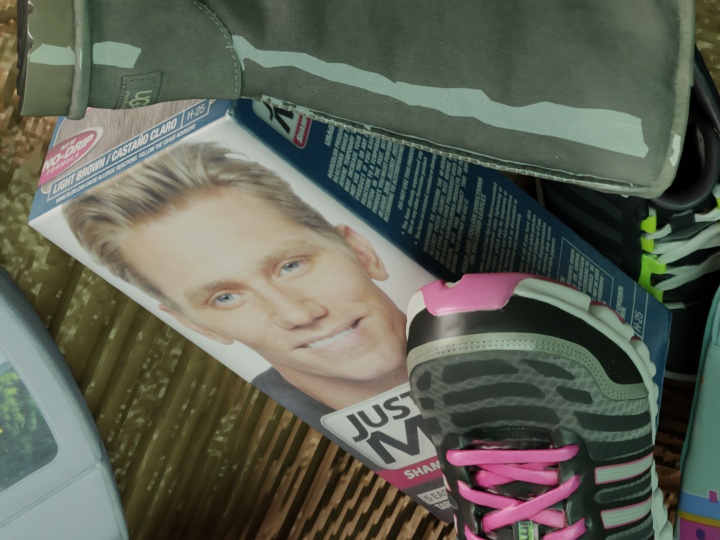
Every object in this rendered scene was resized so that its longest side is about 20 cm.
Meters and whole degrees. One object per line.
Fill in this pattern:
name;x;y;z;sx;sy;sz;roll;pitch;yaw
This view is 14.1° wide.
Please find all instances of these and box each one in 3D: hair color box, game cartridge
hair color box;0.000;0.000;0.953;0.100;0.061;0.200;-25;129;39
game cartridge;-0.168;0.046;0.972;0.133;0.041;0.200;-34;122;0

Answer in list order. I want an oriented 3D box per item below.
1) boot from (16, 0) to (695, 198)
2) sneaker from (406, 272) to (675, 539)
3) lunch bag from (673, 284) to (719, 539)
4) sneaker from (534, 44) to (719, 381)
boot;-0.002;-0.114;0.862;0.199;0.073;0.183;1;79;-10
sneaker;0.059;0.082;0.921;0.073;0.088;0.200;-2;141;16
lunch bag;0.183;0.067;1.027;0.160;0.077;0.201;-22;126;-43
sneaker;0.093;-0.029;0.974;0.071;0.083;0.200;-27;122;1
